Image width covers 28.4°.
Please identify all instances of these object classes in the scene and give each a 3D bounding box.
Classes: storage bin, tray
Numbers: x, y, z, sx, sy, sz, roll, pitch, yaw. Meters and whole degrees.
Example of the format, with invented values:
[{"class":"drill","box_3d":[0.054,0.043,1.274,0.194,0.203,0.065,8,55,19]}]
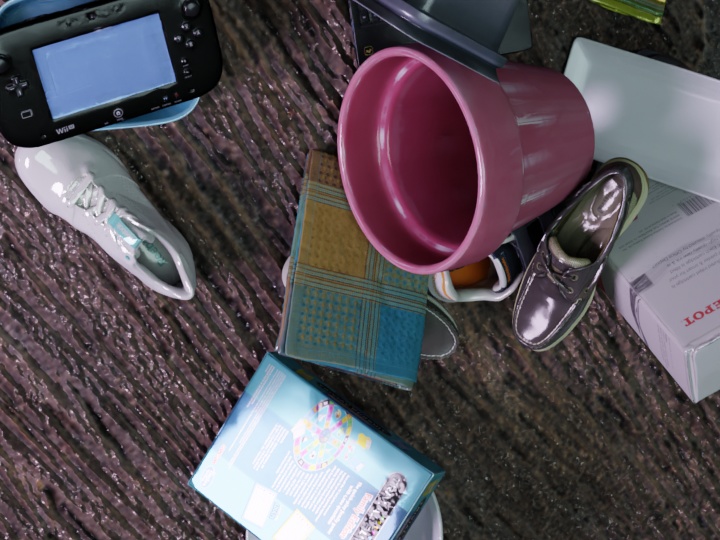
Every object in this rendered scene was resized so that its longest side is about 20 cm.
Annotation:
[{"class":"storage bin","box_3d":[0.068,-0.255,1.151,0.145,0.200,0.135,21,105,-34]},{"class":"tray","box_3d":[0.281,-0.143,1.360,0.022,0.198,0.108,-8,117,-64]}]

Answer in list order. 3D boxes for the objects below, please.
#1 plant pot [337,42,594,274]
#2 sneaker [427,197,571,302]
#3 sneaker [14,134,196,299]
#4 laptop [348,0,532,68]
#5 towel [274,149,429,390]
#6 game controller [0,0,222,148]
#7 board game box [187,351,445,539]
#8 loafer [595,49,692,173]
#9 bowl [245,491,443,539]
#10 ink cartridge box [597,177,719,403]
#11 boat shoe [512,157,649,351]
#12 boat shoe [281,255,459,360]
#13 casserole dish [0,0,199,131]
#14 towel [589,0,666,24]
[{"class":"plant pot","box_3d":[0.107,-0.111,1.287,0.178,0.199,0.202,-13,113,-36]},{"class":"sneaker","box_3d":[0.150,-0.023,1.390,0.199,0.079,0.079,-28,114,-10]},{"class":"sneaker","box_3d":[-0.214,-0.047,1.246,0.075,0.089,0.200,-47,116,2]},{"class":"laptop","box_3d":[0.079,-0.281,1.261,0.175,0.103,0.202,-12,102,-15]},{"class":"towel","box_3d":[0.000,0.000,1.320,0.145,0.022,0.202,17,68,-25]},{"class":"game controller","box_3d":[-0.214,-0.173,1.188,0.198,0.042,0.105,-19,113,-12]},{"class":"board game box","box_3d":[-0.043,0.196,1.344,0.199,0.047,0.152,34,97,17]},{"class":"loafer","box_3d":[0.279,-0.113,1.404,0.071,0.063,0.202,-3,109,-40]},{"class":"bowl","box_3d":[-0.006,0.257,1.399,0.199,0.090,0.204,-2,85,16]},{"class":"ink cartridge box","box_3d":[0.316,0.004,1.337,0.145,0.201,0.085,-28,136,-6]},{"class":"boat shoe","box_3d":[0.192,-0.015,1.310,0.065,0.073,0.201,-5,124,-64]},{"class":"boat shoe","box_3d":[0.017,0.043,1.373,0.200,0.061,0.072,25,99,-25]},{"class":"casserole dish","box_3d":[-0.226,-0.184,1.224,0.198,0.039,0.122,-7,110,-16]},{"class":"towel","box_3d":[0.284,-0.343,1.362,0.085,0.018,0.202,12,103,-23]}]
